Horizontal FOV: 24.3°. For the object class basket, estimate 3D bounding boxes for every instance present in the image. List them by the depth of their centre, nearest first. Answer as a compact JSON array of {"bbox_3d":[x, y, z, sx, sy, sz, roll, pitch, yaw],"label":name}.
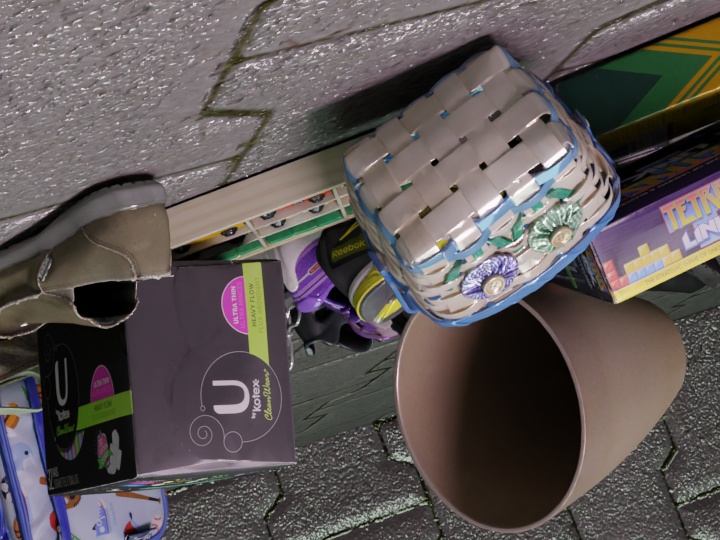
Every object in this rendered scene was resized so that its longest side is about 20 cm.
[{"bbox_3d":[0.077,-0.044,1.083,0.176,0.140,0.200,-37,164,6],"label":"basket"}]

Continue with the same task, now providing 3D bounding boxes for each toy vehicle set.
[{"bbox_3d":[-0.048,-0.048,1.186,0.198,0.027,0.124,-21,171,2],"label":"toy vehicle set"}]

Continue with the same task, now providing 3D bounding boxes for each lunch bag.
[{"bbox_3d":[-0.250,0.162,1.411,0.159,0.202,0.075,-11,176,-46],"label":"lunch bag"}]

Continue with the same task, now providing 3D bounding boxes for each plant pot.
[{"bbox_3d":[0.159,0.086,1.301,0.199,0.189,0.187,-12,168,-44],"label":"plant pot"}]

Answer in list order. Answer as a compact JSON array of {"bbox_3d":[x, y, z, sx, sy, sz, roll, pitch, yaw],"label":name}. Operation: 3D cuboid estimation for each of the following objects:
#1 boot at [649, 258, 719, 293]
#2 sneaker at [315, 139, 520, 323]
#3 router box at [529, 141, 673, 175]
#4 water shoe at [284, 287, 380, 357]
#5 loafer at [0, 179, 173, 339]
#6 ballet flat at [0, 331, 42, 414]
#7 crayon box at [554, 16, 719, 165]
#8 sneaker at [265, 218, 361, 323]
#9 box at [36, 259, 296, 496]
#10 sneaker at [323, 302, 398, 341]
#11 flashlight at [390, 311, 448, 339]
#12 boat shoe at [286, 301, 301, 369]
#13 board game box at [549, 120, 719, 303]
[{"bbox_3d":[0.210,0.001,1.438,0.157,0.080,0.210,-33,154,25],"label":"boot"},{"bbox_3d":[0.049,-0.049,1.274,0.200,0.084,0.075,-38,154,-26],"label":"sneaker"},{"bbox_3d":[0.170,-0.057,1.477,0.198,0.063,0.150,-19,171,-7],"label":"router box"},{"bbox_3d":[-0.005,0.042,1.611,0.071,0.080,0.199,-26,169,36],"label":"water shoe"},{"bbox_3d":[-0.188,0.009,1.081,0.075,0.070,0.199,-11,167,-42],"label":"loafer"},{"bbox_3d":[-0.248,0.075,1.330,0.198,0.068,0.068,-17,170,-22],"label":"ballet flat"},{"bbox_3d":[0.244,-0.138,1.218,0.198,0.051,0.127,-21,171,7],"label":"crayon box"},{"bbox_3d":[0.000,0.000,1.382,0.080,0.084,0.199,-28,169,39],"label":"sneaker"},{"bbox_3d":[-0.145,0.081,1.209,0.123,0.150,0.200,-1,170,-28],"label":"box"},{"bbox_3d":[0.014,0.026,1.507,0.088,0.081,0.200,-44,161,24],"label":"sneaker"},{"bbox_3d":[0.080,0.026,1.409,0.067,0.068,0.200,-31,169,18],"label":"flashlight"},{"bbox_3d":[-0.091,0.052,1.494,0.085,0.075,0.202,-5,168,15],"label":"boat shoe"},{"bbox_3d":[0.228,-0.050,1.190,0.199,0.057,0.165,-25,-171,-10],"label":"board game box"}]
